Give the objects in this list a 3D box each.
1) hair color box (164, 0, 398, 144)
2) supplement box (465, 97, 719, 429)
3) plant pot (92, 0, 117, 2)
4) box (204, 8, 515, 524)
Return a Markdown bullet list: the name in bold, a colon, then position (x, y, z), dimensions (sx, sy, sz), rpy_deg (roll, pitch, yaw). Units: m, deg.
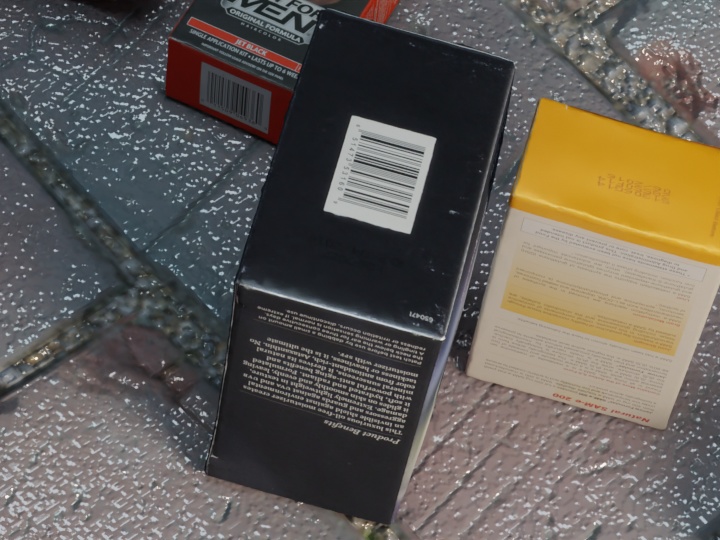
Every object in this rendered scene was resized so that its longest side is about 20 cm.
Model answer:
- **hair color box**: position (-0.034, -0.178, 1.830), dimensions (0.101, 0.061, 0.201), rpy_deg (23, 55, 10)
- **supplement box**: position (0.138, -0.001, 1.644), dimensions (0.125, 0.200, 0.074), rpy_deg (16, 58, 3)
- **plant pot**: position (-0.155, -0.292, 1.825), dimensions (0.199, 0.201, 0.199), rpy_deg (23, 63, 9)
- **box**: position (0.000, 0.000, 1.626), dimensions (0.122, 0.199, 0.201), rpy_deg (16, 55, 1)
